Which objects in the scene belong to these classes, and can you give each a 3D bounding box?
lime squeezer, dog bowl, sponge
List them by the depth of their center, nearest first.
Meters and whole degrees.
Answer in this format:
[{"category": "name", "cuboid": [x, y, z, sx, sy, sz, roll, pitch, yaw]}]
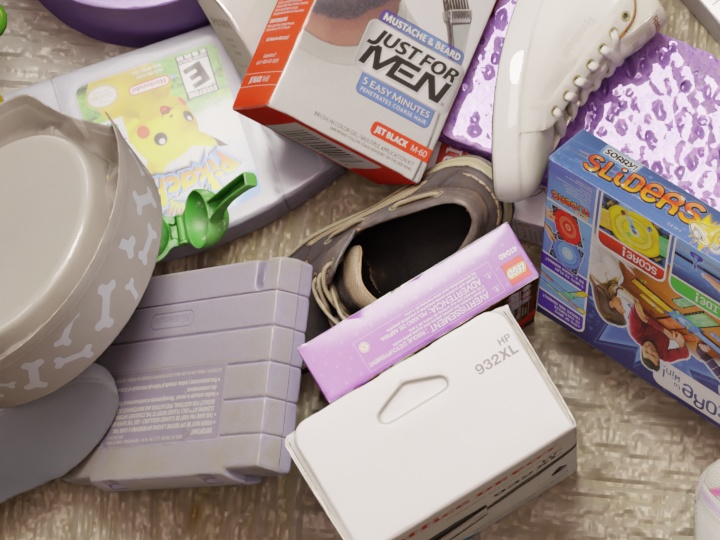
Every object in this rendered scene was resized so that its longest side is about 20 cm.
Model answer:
[{"category": "dog bowl", "cuboid": [-0.201, -0.009, 1.669, 0.200, 0.059, 0.200, -23, 47, 27]}, {"category": "sponge", "cuboid": [0.157, -0.091, 1.688, 0.200, 0.030, 0.112, 24, 80, 12]}, {"category": "lime squeezer", "cuboid": [-0.126, -0.023, 1.711, 0.200, 0.071, 0.038, -16, 94, 32]}]

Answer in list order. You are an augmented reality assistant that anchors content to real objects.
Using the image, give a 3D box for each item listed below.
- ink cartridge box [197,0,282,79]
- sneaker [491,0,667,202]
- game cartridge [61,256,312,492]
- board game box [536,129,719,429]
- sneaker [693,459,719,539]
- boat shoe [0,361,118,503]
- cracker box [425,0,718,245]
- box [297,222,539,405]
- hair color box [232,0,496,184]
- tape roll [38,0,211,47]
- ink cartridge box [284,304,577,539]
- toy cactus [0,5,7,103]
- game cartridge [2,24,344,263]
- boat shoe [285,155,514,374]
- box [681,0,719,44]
[{"category": "ink cartridge box", "cuboid": [-0.033, -0.209, 1.712, 0.161, 0.050, 0.200, -38, 116, -19]}, {"category": "sneaker", "cuboid": [0.130, -0.131, 1.647, 0.085, 0.073, 0.200, 13, 77, 12]}, {"category": "game cartridge", "cuboid": [-0.104, 0.065, 1.676, 0.200, 0.038, 0.130, -8, 76, 50]}, {"category": "board game box", "cuboid": [0.191, 0.021, 1.622, 0.200, 0.135, 0.034, 34, 56, 26]}, {"category": "sneaker", "cuboid": [0.285, 0.135, 1.657, 0.200, 0.081, 0.088, -8, 78, 3]}, {"category": "boat shoe", "cuboid": [-0.237, 0.104, 1.720, 0.202, 0.075, 0.086, -39, 42, 13]}, {"category": "cracker box", "cuboid": [0.144, -0.078, 1.731, 0.200, 0.058, 0.134, 17, 79, 10]}, {"category": "box", "cuboid": [0.037, 0.037, 1.643, 0.137, 0.200, 0.039, -31, 81, -1]}, {"category": "hair color box", "cuboid": [0.017, -0.164, 1.685, 0.111, 0.064, 0.200, 26, 80, -23]}, {"category": "tape roll", "cuboid": [-0.136, -0.247, 1.785, 0.200, 0.085, 0.200, -1, 77, 6]}, {"category": "ink cartridge box", "cuboid": [0.045, 0.106, 1.625, 0.145, 0.200, 0.084, -31, 78, -2]}, {"category": "toy cactus", "cuboid": [-0.302, -0.156, 1.770, 0.165, 0.102, 0.200, 0, 66, -1]}, {"category": "game cartridge", "cuboid": [-0.118, -0.076, 1.770, 0.200, 0.040, 0.133, -19, 80, 1]}, {"category": "boat shoe", "cuboid": [0.000, 0.000, 1.692, 0.200, 0.073, 0.075, -39, 88, 21]}, {"category": "box", "cuboid": [0.184, -0.222, 1.770, 0.039, 0.041, 0.200, -38, 76, -3]}]
